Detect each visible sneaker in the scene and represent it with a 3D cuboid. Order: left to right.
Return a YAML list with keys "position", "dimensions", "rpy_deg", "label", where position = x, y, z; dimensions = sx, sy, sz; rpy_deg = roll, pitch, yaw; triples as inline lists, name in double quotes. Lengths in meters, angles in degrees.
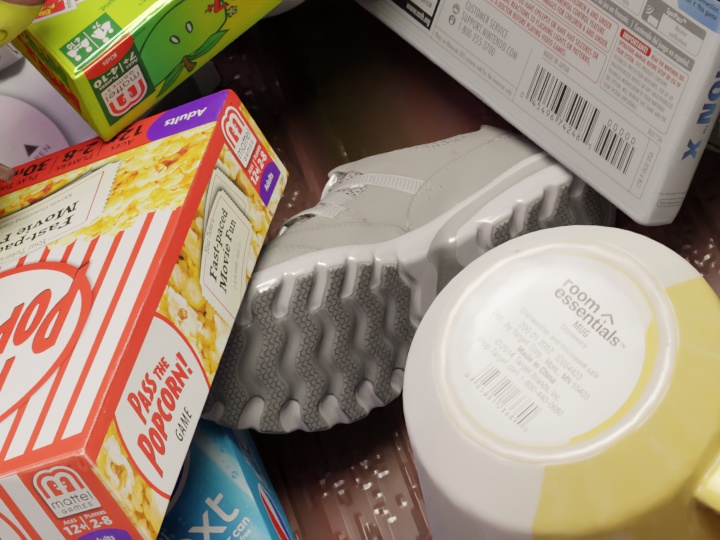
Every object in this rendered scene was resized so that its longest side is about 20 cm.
- position: [0.000, 0.000, 1.112]
  dimensions: [0.199, 0.075, 0.082]
  rpy_deg: [-21, 37, -30]
  label: "sneaker"

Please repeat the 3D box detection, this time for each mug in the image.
- position: [0.100, 0.059, 1.015]
  dimensions: [0.186, 0.153, 0.150]
  rpy_deg: [-3, 61, 16]
  label: "mug"

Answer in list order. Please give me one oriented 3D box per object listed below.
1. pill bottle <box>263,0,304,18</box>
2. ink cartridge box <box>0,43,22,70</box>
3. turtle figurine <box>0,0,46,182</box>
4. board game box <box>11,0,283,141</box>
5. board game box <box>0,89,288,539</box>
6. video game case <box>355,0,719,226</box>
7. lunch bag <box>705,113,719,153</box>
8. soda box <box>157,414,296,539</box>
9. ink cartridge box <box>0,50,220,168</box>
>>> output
- position: [-0.042, -0.212, 1.224]
  dimensions: [0.112, 0.112, 0.201]
  rpy_deg: [5, 55, 20]
  label: "pill bottle"
- position: [-0.255, -0.112, 1.237]
  dimensions: [0.199, 0.084, 0.146]
  rpy_deg: [-29, 47, 11]
  label: "ink cartridge box"
- position: [-0.149, -0.048, 1.022]
  dimensions: [0.200, 0.064, 0.162]
  rpy_deg: [-126, 53, -63]
  label: "turtle figurine"
- position: [-0.053, -0.151, 1.089]
  dimensions: [0.200, 0.048, 0.102]
  rpy_deg: [-40, 62, -10]
  label: "board game box"
- position: [-0.118, 0.032, 1.022]
  dimensions: [0.151, 0.046, 0.200]
  rpy_deg: [-19, 32, 26]
  label: "board game box"
- position: [0.080, -0.145, 1.097]
  dimensions: [0.200, 0.022, 0.183]
  rpy_deg: [42, 122, 39]
  label: "video game case"
- position: [0.153, -0.142, 1.123]
  dimensions: [0.164, 0.117, 0.201]
  rpy_deg: [26, 101, 31]
  label: "lunch bag"
- position: [-0.071, 0.081, 1.108]
  dimensions: [0.064, 0.068, 0.200]
  rpy_deg: [-28, 58, 3]
  label: "soda box"
- position: [-0.183, -0.078, 1.243]
  dimensions: [0.200, 0.057, 0.163]
  rpy_deg: [36, 78, 25]
  label: "ink cartridge box"
